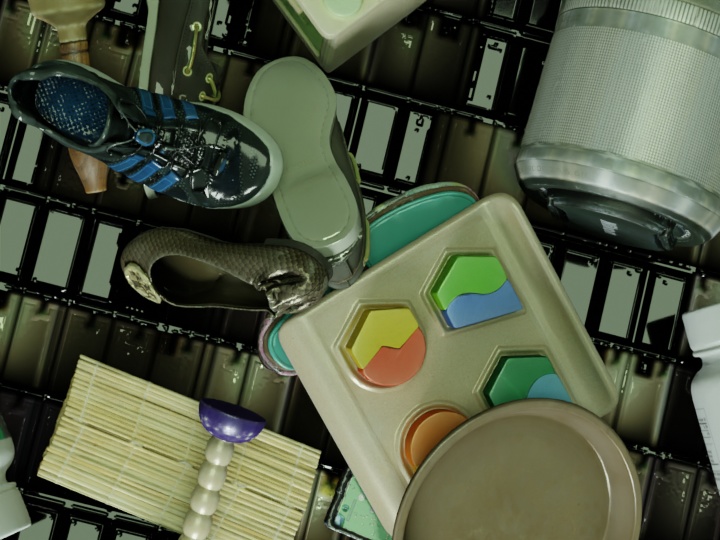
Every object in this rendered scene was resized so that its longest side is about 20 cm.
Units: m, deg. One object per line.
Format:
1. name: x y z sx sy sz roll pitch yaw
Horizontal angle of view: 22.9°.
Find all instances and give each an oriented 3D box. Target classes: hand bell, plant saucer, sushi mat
1. hand bell: -0.210 -0.159 1.322 0.103 0.104 0.202 -9 98 -5
2. plant saucer: 0.110 0.184 1.281 0.198 0.029 0.202 -6 107 -21
3. sushi mat: -0.133 0.144 1.323 0.198 0.012 0.097 22 84 -2

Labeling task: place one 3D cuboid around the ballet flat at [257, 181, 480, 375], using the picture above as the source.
1. ballet flat: 0.000 0.000 1.318 0.200 0.071 0.069 -41 107 -4

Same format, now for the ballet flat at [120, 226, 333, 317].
1. ballet flat: -0.104 0.007 1.263 0.068 0.198 0.047 54 54 -38

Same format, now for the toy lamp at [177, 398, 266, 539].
1. toy lamp: -0.121 0.196 1.288 0.058 0.058 0.202 19 94 -2

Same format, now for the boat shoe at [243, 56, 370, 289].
1. boat shoe: -0.038 -0.073 1.297 0.071 0.061 0.203 -18 49 2

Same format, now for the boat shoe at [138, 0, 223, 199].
1. boat shoe: -0.131 -0.153 1.321 0.060 0.072 0.204 2 82 0

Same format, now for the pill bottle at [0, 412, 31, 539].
1. pill bottle: -0.313 0.106 1.262 0.112 0.113 0.202 -23 87 -6

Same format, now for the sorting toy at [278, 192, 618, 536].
1. sorting toy: 0.067 0.070 1.281 0.199 0.036 0.186 -30 99 -6

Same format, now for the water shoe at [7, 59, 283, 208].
1. water shoe: -0.153 -0.089 1.240 0.198 0.079 0.072 19 102 11

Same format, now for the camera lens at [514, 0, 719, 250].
1. camera lens: 0.209 -0.126 1.302 0.158 0.160 0.202 18 84 -3

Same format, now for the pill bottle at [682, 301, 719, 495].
1. pill bottle: 0.309 0.115 1.311 0.112 0.113 0.202 -15 86 -6

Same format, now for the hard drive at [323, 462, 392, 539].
1. hard drive: 0.071 0.122 1.330 0.138 0.038 0.202 21 83 -2

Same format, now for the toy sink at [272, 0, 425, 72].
1. toy sink: -0.019 -0.238 1.274 0.112 0.200 0.131 -37 89 -7
